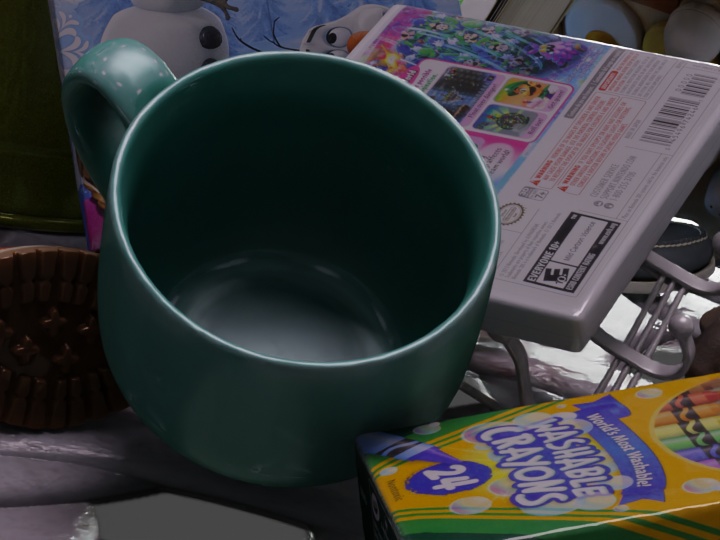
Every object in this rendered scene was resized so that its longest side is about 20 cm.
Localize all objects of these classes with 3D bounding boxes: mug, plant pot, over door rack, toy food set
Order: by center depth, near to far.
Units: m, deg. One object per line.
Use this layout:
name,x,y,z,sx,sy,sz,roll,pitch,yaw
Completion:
mug,-0.031,-0.004,1.145,0.152,0.115,0.185,-6,54,-13
over door rack,0.057,-0.005,1.284,0.200,0.067,0.148,22,41,12
plant pot,-0.173,-0.141,1.536,0.200,0.194,0.200,8,15,-2
toy food set,0.153,-0.092,1.569,0.143,0.200,0.060,13,43,24

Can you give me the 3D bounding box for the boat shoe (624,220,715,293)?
boat shoe,0.108,-0.026,1.537,0.199,0.062,0.073,3,13,-28

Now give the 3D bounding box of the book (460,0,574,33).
book,0.010,-0.097,1.509,0.133,0.200,0.048,22,-15,46

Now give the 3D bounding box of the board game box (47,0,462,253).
board game box,-0.050,-0.114,1.424,0.199,0.200,0.043,-9,-12,-7

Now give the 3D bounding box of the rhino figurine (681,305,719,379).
rhino figurine,0.201,0.038,1.366,0.087,0.060,0.200,14,14,10

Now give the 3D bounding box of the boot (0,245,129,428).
boot,-0.177,0.017,1.190,0.199,0.075,0.107,1,12,-26

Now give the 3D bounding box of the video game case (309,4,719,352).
video game case,0.053,-0.046,1.277,0.182,0.024,0.200,13,40,24

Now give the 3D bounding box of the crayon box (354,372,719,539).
crayon box,0.106,0.085,1.046,0.199,0.052,0.126,-9,18,-8

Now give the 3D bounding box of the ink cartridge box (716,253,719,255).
ink cartridge box,0.314,-0.037,1.466,0.199,0.041,0.200,-24,6,-31
